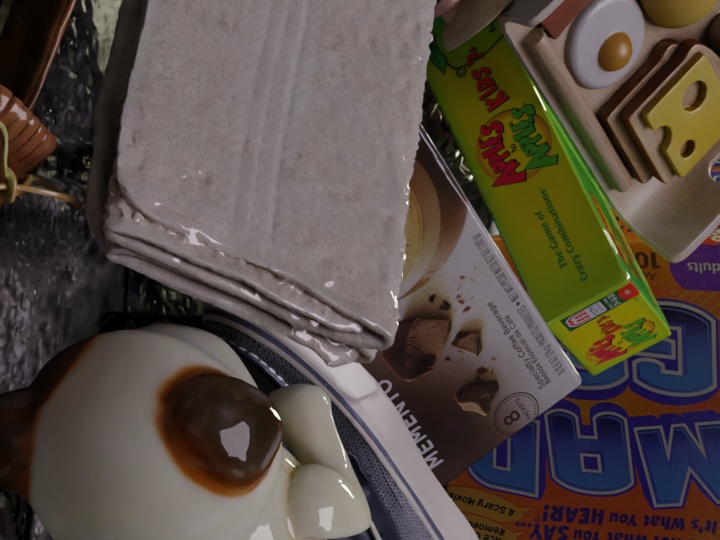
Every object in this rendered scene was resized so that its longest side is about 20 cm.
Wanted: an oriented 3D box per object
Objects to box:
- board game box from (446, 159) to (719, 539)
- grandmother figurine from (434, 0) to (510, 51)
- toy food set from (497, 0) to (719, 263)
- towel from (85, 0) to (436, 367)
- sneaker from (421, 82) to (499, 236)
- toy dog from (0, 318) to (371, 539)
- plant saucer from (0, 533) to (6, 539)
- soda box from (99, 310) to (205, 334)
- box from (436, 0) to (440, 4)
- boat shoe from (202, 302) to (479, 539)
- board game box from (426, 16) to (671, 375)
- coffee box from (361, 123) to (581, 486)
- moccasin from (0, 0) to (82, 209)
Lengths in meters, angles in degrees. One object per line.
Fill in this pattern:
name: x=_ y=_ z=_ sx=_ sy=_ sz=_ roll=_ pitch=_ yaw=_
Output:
board game box: x=0.167 y=0.033 z=1.490 sx=0.200 sy=0.199 sz=0.201 roll=-46 pitch=132 yaw=-56
grandmother figurine: x=-0.001 y=-0.199 z=1.176 sx=0.200 sy=0.060 sz=0.121 roll=48 pitch=25 yaw=-9
toy food set: x=0.161 y=-0.110 z=1.223 sx=0.144 sy=0.060 sz=0.200 roll=-46 pitch=136 yaw=-9
towel: x=-0.036 y=-0.064 z=1.006 sx=0.132 sy=0.034 sz=0.201 roll=26 pitch=49 yaw=-21
sneaker: x=0.034 y=-0.051 z=1.337 sx=0.075 sy=0.081 sz=0.201 roll=-51 pitch=136 yaw=-50
toy dog: x=-0.073 y=0.113 z=0.974 sx=0.194 sy=0.139 sz=0.201 roll=-51 pitch=135 yaw=-50
plant saucer: x=-0.180 y=0.181 z=0.918 sx=0.200 sy=0.050 sz=0.202 roll=2 pitch=90 yaw=-66
soda box: x=-0.058 y=0.094 z=1.166 sx=0.200 sy=0.063 sz=0.071 roll=55 pitch=44 yaw=-54
box: x=-0.023 y=-0.227 z=1.117 sx=0.046 sy=0.158 sz=0.201 roll=148 pitch=-44 yaw=-64
boat shoe: x=-0.024 y=0.098 z=1.086 sx=0.093 sy=0.074 sz=0.200 roll=-52 pitch=128 yaw=-20
board game box: x=0.083 y=-0.055 z=1.270 sx=0.201 sy=0.047 sz=0.102 roll=66 pitch=10 yaw=23
coffee box: x=0.000 y=0.000 z=1.154 sx=0.200 sy=0.113 sz=0.080 roll=57 pitch=-4 yaw=-32
moccasin: x=-0.143 y=-0.054 z=0.943 sx=0.074 sy=0.077 sz=0.202 roll=61 pitch=39 yaw=-53
